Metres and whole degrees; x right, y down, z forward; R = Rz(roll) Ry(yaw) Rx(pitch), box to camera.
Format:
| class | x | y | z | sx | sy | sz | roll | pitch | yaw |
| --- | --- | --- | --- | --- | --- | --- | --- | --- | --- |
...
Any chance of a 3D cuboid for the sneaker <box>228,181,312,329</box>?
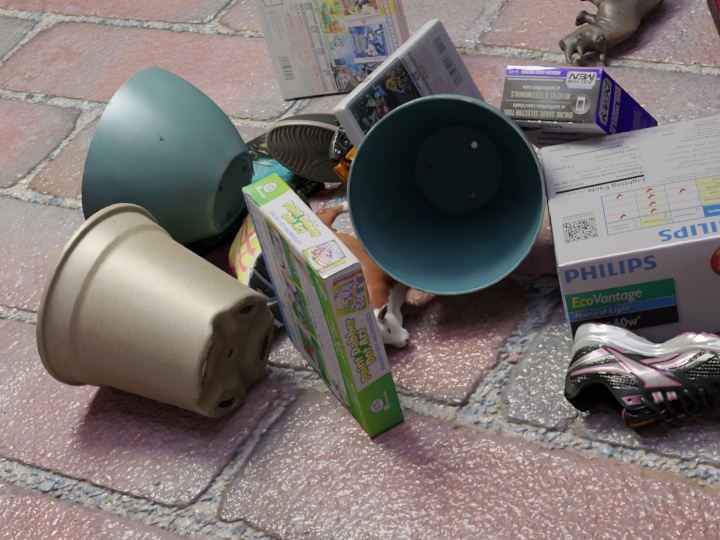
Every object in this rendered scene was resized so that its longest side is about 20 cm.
| class | x | y | z | sx | sy | sz | roll | pitch | yaw |
| --- | --- | --- | --- | --- | --- | --- | --- | --- | --- |
| sneaker | -0.109 | -0.001 | 1.719 | 0.090 | 0.078 | 0.201 | -27 | 35 | 35 |

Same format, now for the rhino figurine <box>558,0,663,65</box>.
| class | x | y | z | sx | sy | sz | roll | pitch | yaw |
| --- | --- | --- | --- | --- | --- | --- | --- | --- | --- |
| rhino figurine | 0.313 | -0.320 | 1.947 | 0.087 | 0.060 | 0.200 | 24 | 56 | 28 |

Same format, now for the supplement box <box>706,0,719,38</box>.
| class | x | y | z | sx | sy | sz | roll | pitch | yaw |
| --- | --- | --- | --- | --- | --- | --- | --- | --- | --- |
| supplement box | 0.481 | -0.311 | 1.867 | 0.108 | 0.061 | 0.201 | -12 | 36 | 8 |

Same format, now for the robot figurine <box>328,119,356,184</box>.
| class | x | y | z | sx | sy | sz | roll | pitch | yaw |
| --- | --- | --- | --- | --- | --- | --- | --- | --- | --- |
| robot figurine | 0.049 | -0.145 | 1.756 | 0.200 | 0.145 | 0.058 | -49 | 6 | -28 |

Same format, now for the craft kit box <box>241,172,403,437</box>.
| class | x | y | z | sx | sy | sz | roll | pitch | yaw |
| --- | --- | --- | --- | --- | --- | --- | --- | --- | --- |
| craft kit box | -0.038 | 0.032 | 1.529 | 0.048 | 0.201 | 0.198 | -24 | 38 | -12 |

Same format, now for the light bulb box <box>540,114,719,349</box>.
| class | x | y | z | sx | sy | sz | roll | pitch | yaw |
| --- | --- | --- | --- | --- | --- | --- | --- | --- | --- |
| light bulb box | 0.288 | -0.036 | 1.543 | 0.196 | 0.126 | 0.201 | -10 | 38 | 9 |

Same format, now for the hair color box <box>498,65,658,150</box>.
| class | x | y | z | sx | sy | sz | roll | pitch | yaw |
| --- | --- | --- | --- | --- | --- | --- | --- | --- | --- |
| hair color box | 0.237 | -0.161 | 1.668 | 0.108 | 0.200 | 0.065 | 6 | 83 | 28 |

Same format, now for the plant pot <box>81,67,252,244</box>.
| class | x | y | z | sx | sy | sz | roll | pitch | yaw |
| --- | --- | --- | --- | --- | --- | --- | --- | --- | --- |
| plant pot | -0.200 | -0.110 | 1.741 | 0.134 | 0.201 | 0.201 | 21 | 49 | 17 |

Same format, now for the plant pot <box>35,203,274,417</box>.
| class | x | y | z | sx | sy | sz | roll | pitch | yaw |
| --- | --- | --- | --- | --- | --- | --- | --- | --- | --- |
| plant pot | -0.196 | 0.055 | 1.594 | 0.182 | 0.202 | 0.201 | 21 | 50 | 26 |

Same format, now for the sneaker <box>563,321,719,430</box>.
| class | x | y | z | sx | sy | sz | roll | pitch | yaw |
| --- | --- | --- | --- | --- | --- | --- | --- | --- | --- |
| sneaker | 0.275 | 0.111 | 1.420 | 0.199 | 0.081 | 0.087 | 4 | 53 | 38 |

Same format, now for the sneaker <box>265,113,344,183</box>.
| class | x | y | z | sx | sy | sz | roll | pitch | yaw |
| --- | --- | --- | --- | --- | --- | --- | --- | --- | --- |
| sneaker | -0.012 | -0.159 | 1.855 | 0.198 | 0.075 | 0.107 | 8 | 32 | -3 |

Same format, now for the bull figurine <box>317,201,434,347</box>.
| class | x | y | z | sx | sy | sz | roll | pitch | yaw |
| --- | --- | --- | --- | --- | --- | --- | --- | --- | --- |
| bull figurine | 0.000 | 0.000 | 1.648 | 0.121 | 0.066 | 0.200 | -24 | 52 | -39 |

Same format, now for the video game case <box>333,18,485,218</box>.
| class | x | y | z | sx | sy | sz | roll | pitch | yaw |
| --- | --- | --- | --- | --- | --- | --- | --- | --- | --- |
| video game case | 0.077 | -0.144 | 1.712 | 0.023 | 0.201 | 0.182 | -5 | 33 | 50 |

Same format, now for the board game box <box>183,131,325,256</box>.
| class | x | y | z | sx | sy | sz | roll | pitch | yaw |
| --- | --- | --- | --- | --- | --- | --- | --- | --- | --- |
| board game box | -0.159 | -0.090 | 1.876 | 0.199 | 0.028 | 0.135 | -30 | 39 | -16 |

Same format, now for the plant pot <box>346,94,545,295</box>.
| class | x | y | z | sx | sy | sz | roll | pitch | yaw |
| --- | --- | --- | --- | --- | --- | --- | --- | --- | --- |
| plant pot | 0.095 | -0.090 | 1.605 | 0.198 | 0.202 | 0.135 | -8 | 14 | 12 |

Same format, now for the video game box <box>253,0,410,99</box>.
| class | x | y | z | sx | sy | sz | roll | pitch | yaw |
| --- | --- | --- | --- | --- | --- | --- | --- | --- | --- |
| video game box | -0.036 | -0.320 | 1.975 | 0.180 | 0.201 | 0.047 | -3 | 37 | 18 |
